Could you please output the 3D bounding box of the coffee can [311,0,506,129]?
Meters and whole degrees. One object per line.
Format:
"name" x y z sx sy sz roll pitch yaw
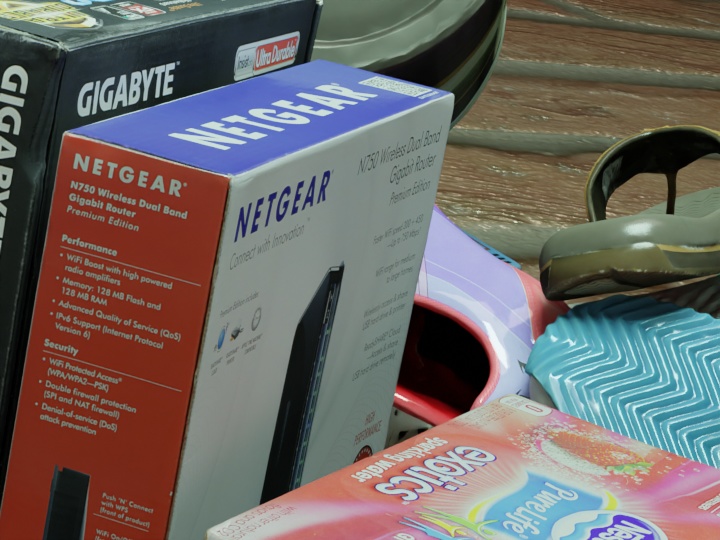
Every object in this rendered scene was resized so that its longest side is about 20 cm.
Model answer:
"coffee can" -0.010 -0.127 1.006 0.145 0.148 0.200 13 -7 3

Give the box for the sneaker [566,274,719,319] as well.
"sneaker" 0.150 0.058 0.930 0.199 0.073 0.114 -4 -42 37

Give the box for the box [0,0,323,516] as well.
"box" -0.081 0.016 0.758 0.049 0.200 0.200 17 14 15

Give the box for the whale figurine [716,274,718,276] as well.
"whale figurine" 0.191 0.037 1.107 0.158 0.105 0.200 20 16 26

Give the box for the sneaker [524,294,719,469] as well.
"sneaker" 0.135 0.085 0.841 0.199 0.081 0.077 34 60 2

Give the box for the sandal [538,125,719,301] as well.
"sandal" 0.105 -0.023 0.912 0.081 0.055 0.200 -13 0 21

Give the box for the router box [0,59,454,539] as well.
"router box" -0.039 0.040 0.742 0.048 0.181 0.200 15 15 15

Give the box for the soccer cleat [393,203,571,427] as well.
"soccer cleat" 0.000 0.000 0.909 0.200 0.067 0.076 37 29 31

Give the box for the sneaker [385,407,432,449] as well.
"sneaker" -0.006 0.060 0.949 0.199 0.072 0.073 4 42 -43

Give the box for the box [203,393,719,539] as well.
"box" 0.037 0.109 0.711 0.102 0.095 0.200 19 16 24

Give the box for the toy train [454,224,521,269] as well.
"toy train" -0.028 0.013 1.062 0.114 0.087 0.199 29 21 33
